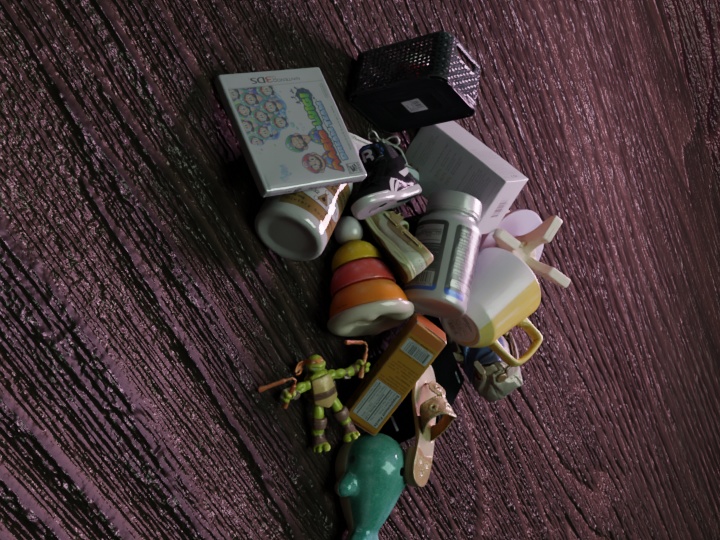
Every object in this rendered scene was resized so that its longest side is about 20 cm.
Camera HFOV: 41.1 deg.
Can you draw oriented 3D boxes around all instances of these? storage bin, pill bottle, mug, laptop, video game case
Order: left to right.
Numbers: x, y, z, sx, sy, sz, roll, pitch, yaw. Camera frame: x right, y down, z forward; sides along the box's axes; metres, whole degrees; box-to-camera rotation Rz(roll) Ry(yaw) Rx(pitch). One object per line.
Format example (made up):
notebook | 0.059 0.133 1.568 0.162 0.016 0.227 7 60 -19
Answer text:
video game case | -0.103 -0.211 1.436 0.182 0.024 0.200 -13 72 -35
pill bottle | -0.076 -0.123 1.493 0.114 0.114 0.200 54 45 -35
laptop | 0.078 0.188 1.681 0.103 0.200 0.177 -119 -175 -67
storage bin | 0.096 -0.326 1.688 0.135 0.200 0.094 35 58 -47
pill bottle | 0.143 -0.029 1.643 0.114 0.114 0.200 34 64 -47
mug | 0.235 0.069 1.718 0.153 0.186 0.150 -40 149 -36

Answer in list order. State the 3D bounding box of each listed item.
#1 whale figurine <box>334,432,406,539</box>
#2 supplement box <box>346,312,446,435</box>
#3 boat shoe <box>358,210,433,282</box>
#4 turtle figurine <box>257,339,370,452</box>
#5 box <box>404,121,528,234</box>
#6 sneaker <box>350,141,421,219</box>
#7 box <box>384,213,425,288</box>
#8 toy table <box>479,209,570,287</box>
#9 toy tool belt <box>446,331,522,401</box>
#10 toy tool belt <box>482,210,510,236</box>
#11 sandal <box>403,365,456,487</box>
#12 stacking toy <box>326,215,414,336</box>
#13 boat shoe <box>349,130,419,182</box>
whale figurine | 0.023 0.365 1.568 0.159 0.104 0.200 30 59 -49
supplement box | 0.056 0.169 1.570 0.069 0.200 0.067 38 10 -5
boat shoe | 0.052 -0.060 1.616 0.066 0.200 0.074 -28 144 -11
turtle figurine | -0.067 0.199 1.505 0.200 0.064 0.162 -21 107 -31
box | 0.184 -0.174 1.768 0.097 0.200 0.125 -12 139 -55
sneaker | 0.018 -0.152 1.565 0.112 0.073 0.200 60 28 5
box | 0.133 -0.024 1.795 0.200 0.086 0.164 -17 100 -54
toy table | 0.308 -0.024 1.861 0.184 0.117 0.200 22 88 -20
toy tool belt | 0.221 0.143 1.812 0.123 0.125 0.200 38 20 -40
toy tool belt | 0.299 -0.033 1.988 0.200 0.125 0.123 32 46 -39
sandal | 0.126 0.252 1.584 0.078 0.070 0.212 37 55 -47
stacking toy | 0.000 0.000 1.594 0.146 0.146 0.200 12 60 -53
boat shoe | 0.030 -0.207 1.699 0.202 0.075 0.086 11 74 -44
